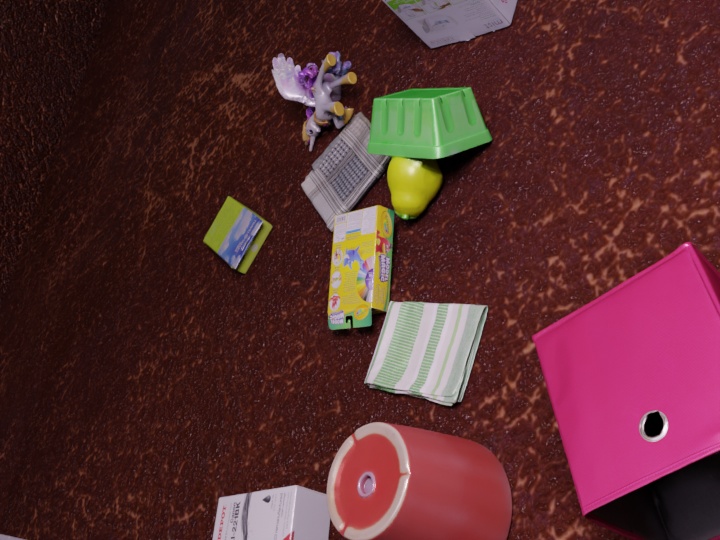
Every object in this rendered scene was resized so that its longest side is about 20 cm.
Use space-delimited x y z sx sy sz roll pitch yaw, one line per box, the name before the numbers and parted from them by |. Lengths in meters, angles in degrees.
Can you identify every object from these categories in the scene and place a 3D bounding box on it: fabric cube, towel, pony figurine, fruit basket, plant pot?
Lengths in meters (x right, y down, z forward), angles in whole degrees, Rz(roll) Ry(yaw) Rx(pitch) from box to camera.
fabric cube | 0.320 0.136 0.782 0.195 0.198 0.203 -35 42 29
towel | 0.095 0.120 1.197 0.198 0.023 0.156 1 66 49
towel | -0.032 -0.201 1.543 0.193 0.034 0.201 -49 38 15
pony figurine | -0.083 -0.367 1.622 0.199 0.163 0.198 -22 75 59
fruit basket | 0.108 -0.196 1.327 0.214 0.153 0.220 33 133 43
plant pot | 0.064 0.289 0.996 0.198 0.176 0.204 -27 48 35

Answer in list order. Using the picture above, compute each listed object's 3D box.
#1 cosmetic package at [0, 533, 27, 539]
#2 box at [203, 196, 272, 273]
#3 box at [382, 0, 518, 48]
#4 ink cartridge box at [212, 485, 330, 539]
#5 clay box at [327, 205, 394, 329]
cosmetic package | -0.811 0.702 1.756 0.051 0.150 0.204 -15 55 43
box | -0.268 -0.078 1.724 0.124 0.047 0.199 -59 37 2
box | 0.157 -0.504 1.407 0.198 0.175 0.099 -1 65 48
ink cartridge box | -0.145 0.426 1.223 0.198 0.083 0.147 -22 52 40
clay box | 0.000 0.000 1.343 0.113 0.047 0.205 -9 73 46
